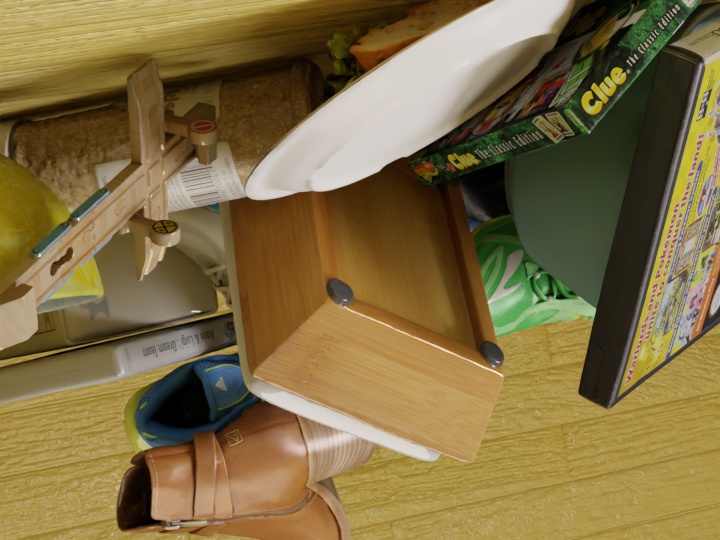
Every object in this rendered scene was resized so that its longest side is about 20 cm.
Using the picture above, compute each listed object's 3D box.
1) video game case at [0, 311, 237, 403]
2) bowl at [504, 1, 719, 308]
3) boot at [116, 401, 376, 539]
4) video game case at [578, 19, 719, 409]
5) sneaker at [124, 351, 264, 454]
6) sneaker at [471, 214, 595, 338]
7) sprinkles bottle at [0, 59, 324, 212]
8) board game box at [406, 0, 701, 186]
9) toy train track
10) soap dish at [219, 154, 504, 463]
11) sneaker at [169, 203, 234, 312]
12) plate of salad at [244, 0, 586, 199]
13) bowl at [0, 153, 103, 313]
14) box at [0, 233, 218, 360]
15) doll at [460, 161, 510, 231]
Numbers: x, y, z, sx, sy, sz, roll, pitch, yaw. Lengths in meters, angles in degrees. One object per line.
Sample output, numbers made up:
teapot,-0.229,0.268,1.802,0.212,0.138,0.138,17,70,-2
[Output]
video game case,-0.184,0.063,1.244,0.198,0.024,0.182,-14,180,29
bowl,0.157,-0.065,1.101,0.104,0.203,0.200,16,-166,33
boot,-0.083,0.150,1.209,0.153,0.074,0.201,-13,143,-24
video game case,0.188,-0.046,1.009,0.025,0.202,0.180,26,-147,27
sneaker,-0.060,0.081,1.231,0.198,0.076,0.105,-20,175,-3
sneaker,0.136,-0.002,1.186,0.199,0.075,0.083,-17,-161,-31
sprinkles bottle,-0.113,-0.063,1.030,0.198,0.069,0.068,-10,179,10
board game box,0.098,-0.099,0.980,0.105,0.023,0.200,-47,-169,-19
toy train track,-0.112,-0.023,0.893,0.032,0.116,0.200,16,-143,20
soap dish,0.000,0.000,1.082,0.156,0.201,0.081,24,127,-31
sneaker,-0.056,0.017,1.173,0.199,0.087,0.075,27,167,-18
plate of salad,0.024,-0.096,0.923,0.199,0.048,0.200,-31,173,-4
bowl,-0.234,-0.022,0.941,0.198,0.109,0.200,-10,178,0
box,-0.189,-0.015,1.263,0.108,0.129,0.200,-11,180,-27
doll,0.054,-0.054,1.214,0.136,0.049,0.199,-22,142,38
